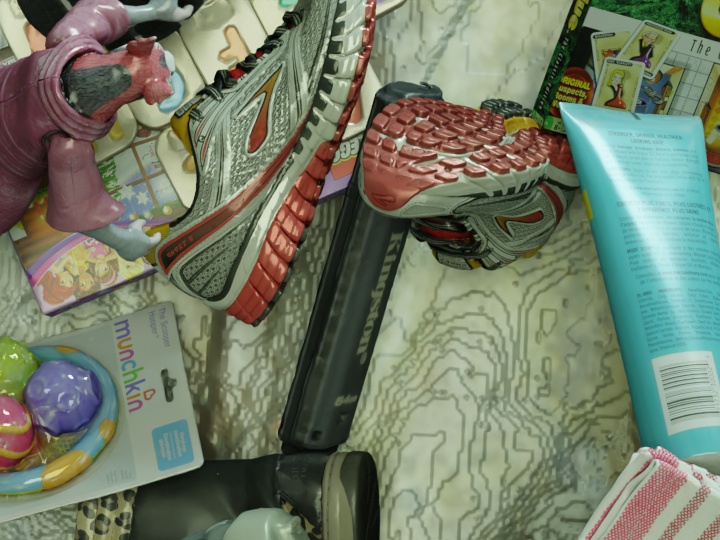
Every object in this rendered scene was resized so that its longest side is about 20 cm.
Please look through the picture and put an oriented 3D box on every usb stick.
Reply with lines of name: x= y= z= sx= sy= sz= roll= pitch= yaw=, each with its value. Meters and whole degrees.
usb stick: x=0.000 y=0.000 z=1.258 sx=0.032 sy=0.055 sz=0.201 roll=20 pitch=103 yaw=16

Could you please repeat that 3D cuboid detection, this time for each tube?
tube: x=0.146 y=0.007 z=1.181 sx=0.077 sy=0.050 sz=0.201 roll=6 pitch=60 yaw=-25

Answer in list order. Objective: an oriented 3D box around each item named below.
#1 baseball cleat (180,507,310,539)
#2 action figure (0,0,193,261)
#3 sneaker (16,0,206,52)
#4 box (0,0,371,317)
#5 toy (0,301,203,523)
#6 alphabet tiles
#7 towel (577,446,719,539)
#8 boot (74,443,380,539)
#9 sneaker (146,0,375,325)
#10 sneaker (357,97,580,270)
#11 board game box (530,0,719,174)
baseball cleat: x=-0.032 y=0.215 z=1.200 sx=0.106 sy=0.070 sz=0.201 roll=-22 pitch=89 yaw=24
action figure: x=-0.159 y=-0.078 z=1.166 sx=0.148 sy=0.200 sz=0.135 roll=13 pitch=66 yaw=-35
sneaker: x=-0.085 y=-0.180 z=1.232 sx=0.199 sy=0.081 sz=0.074 roll=-31 pitch=117 yaw=14
box: x=-0.098 y=-0.077 z=1.291 sx=0.199 sy=0.039 sz=0.137 roll=-23 pitch=88 yaw=-2
toy: x=-0.187 y=0.073 z=1.250 sx=0.199 sy=0.047 sz=0.115 roll=-18 pitch=48 yaw=3
alphabet tiles: x=-0.080 y=-0.138 z=1.268 sx=0.199 sy=0.015 sz=0.196 roll=-27 pitch=88 yaw=-2
towel: x=0.174 y=0.186 z=1.111 sx=0.199 sy=0.030 sz=0.147 roll=30 pitch=95 yaw=-3
boot: x=-0.070 y=0.182 z=1.262 sx=0.150 sy=0.073 sz=0.201 roll=6 pitch=105 yaw=10
sneaker: x=-0.047 y=-0.079 z=1.214 sx=0.082 sy=0.078 sz=0.201 roll=21 pitch=91 yaw=-3
sneaker: x=0.058 y=-0.035 z=1.217 sx=0.078 sy=0.200 sz=0.082 roll=27 pitch=104 yaw=25
board game box: x=0.194 y=-0.099 z=1.253 sx=0.199 sy=0.023 sz=0.105 roll=12 pitch=107 yaw=-20
